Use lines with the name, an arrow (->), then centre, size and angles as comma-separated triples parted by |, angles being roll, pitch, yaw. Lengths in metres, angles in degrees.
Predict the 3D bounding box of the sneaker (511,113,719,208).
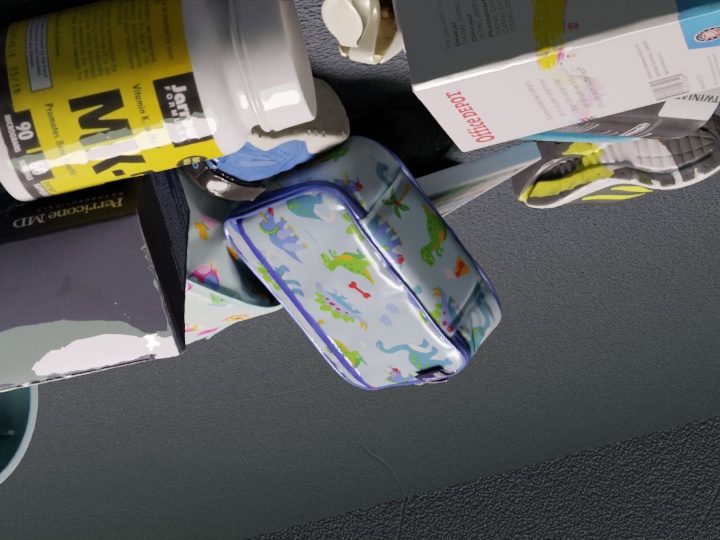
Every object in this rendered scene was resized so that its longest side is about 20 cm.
sneaker -> 0.231, -0.098, 1.800 | 0.199, 0.075, 0.085 | -8, 174, 27

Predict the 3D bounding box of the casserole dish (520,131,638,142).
casserole dish -> 0.190, -0.139, 1.652 | 0.199, 0.039, 0.121 | 0, 162, -35

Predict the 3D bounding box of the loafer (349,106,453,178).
loafer -> -0.004, -0.074, 1.690 | 0.070, 0.068, 0.200 | 3, 159, -40

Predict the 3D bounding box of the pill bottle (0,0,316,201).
pill bottle -> -0.135, -0.119, 1.329 | 0.199, 0.115, 0.114 | -13, 166, 7

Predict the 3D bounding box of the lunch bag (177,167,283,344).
lunch bag -> -0.160, -0.005, 1.690 | 0.200, 0.122, 0.170 | 22, 147, -37

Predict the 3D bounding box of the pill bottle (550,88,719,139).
pill bottle -> 0.151, -0.147, 1.452 | 0.199, 0.107, 0.106 | 0, 162, -39

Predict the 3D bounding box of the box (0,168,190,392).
box -> -0.225, -0.020, 1.438 | 0.196, 0.200, 0.118 | -12, 121, 3

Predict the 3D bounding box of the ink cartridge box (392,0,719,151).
ink cartridge box -> 0.125, -0.176, 1.237 | 0.199, 0.147, 0.147 | -14, 166, 11

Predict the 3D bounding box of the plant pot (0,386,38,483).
plant pot -> -0.427, 0.119, 1.904 | 0.200, 0.201, 0.196 | 2, 169, -42

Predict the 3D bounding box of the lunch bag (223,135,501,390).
lunch bag -> 0.000, 0.000, 1.616 | 0.160, 0.200, 0.083 | -11, -147, 49

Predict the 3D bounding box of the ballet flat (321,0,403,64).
ballet flat -> 0.001, -0.167, 1.328 | 0.074, 0.075, 0.200 | -14, 163, 13

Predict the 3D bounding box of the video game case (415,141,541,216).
video game case -> 0.037, -0.047, 1.711 | 0.143, 0.018, 0.200 | -20, 173, -39

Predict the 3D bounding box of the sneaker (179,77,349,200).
sneaker -> -0.102, -0.099, 1.502 | 0.111, 0.077, 0.200 | -29, 165, 27
